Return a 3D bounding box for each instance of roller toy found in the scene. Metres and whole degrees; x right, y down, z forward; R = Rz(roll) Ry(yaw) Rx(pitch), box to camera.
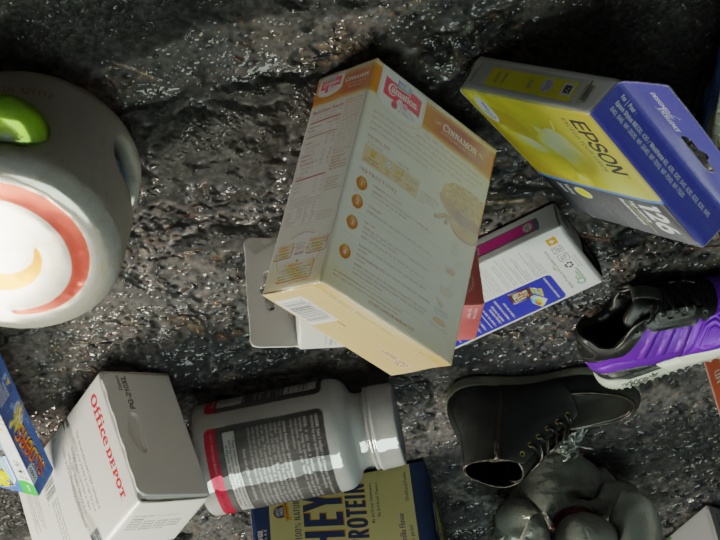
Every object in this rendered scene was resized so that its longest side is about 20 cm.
[{"bbox_3d":[-0.272,-0.058,1.342,0.182,0.140,0.200,37,125,-25],"label":"roller toy"}]

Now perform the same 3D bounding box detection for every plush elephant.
[{"bbox_3d":[0.227,0.275,1.768,0.163,0.156,0.201,-7,139,-1],"label":"plush elephant"}]

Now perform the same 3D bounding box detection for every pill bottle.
[{"bbox_3d":[-0.059,0.168,1.642,0.198,0.111,0.111,-11,138,5],"label":"pill bottle"}]

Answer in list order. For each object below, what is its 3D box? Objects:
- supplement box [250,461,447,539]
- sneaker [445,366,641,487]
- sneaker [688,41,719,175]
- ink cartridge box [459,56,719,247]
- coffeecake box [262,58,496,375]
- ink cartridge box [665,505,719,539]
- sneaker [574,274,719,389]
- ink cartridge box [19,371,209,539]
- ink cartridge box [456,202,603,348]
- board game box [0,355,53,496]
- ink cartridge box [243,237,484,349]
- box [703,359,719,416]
[{"bbox_3d":[0.000,0.332,1.814,0.198,0.135,0.200,-12,138,5],"label":"supplement box"},{"bbox_3d":[0.188,0.162,1.676,0.198,0.107,0.075,-4,138,-4],"label":"sneaker"},{"bbox_3d":[0.317,-0.177,1.357,0.076,0.111,0.202,9,102,1],"label":"sneaker"},{"bbox_3d":[0.207,-0.091,1.358,0.198,0.199,0.047,42,77,-39],"label":"ink cartridge box"},{"bbox_3d":[0.020,-0.041,1.353,0.073,0.201,0.153,-12,145,44],"label":"coffeecake box"},{"bbox_3d":[0.441,0.364,1.951,0.199,0.084,0.145,19,132,-26],"label":"ink cartridge box"},{"bbox_3d":[0.292,0.042,1.588,0.199,0.070,0.100,-27,132,19],"label":"sneaker"},{"bbox_3d":[-0.242,0.212,1.628,0.084,0.145,0.200,4,140,-38],"label":"ink cartridge box"},{"bbox_3d":[0.116,0.016,1.559,0.199,0.037,0.095,-27,135,17],"label":"ink cartridge box"},{"bbox_3d":[-0.377,0.128,1.571,0.134,0.035,0.201,10,141,19],"label":"board game box"},{"bbox_3d":[0.000,0.000,1.457,0.198,0.117,0.068,-4,151,-5],"label":"ink cartridge box"},{"bbox_3d":[0.440,0.082,1.614,0.199,0.125,0.097,-29,134,21],"label":"box"}]
